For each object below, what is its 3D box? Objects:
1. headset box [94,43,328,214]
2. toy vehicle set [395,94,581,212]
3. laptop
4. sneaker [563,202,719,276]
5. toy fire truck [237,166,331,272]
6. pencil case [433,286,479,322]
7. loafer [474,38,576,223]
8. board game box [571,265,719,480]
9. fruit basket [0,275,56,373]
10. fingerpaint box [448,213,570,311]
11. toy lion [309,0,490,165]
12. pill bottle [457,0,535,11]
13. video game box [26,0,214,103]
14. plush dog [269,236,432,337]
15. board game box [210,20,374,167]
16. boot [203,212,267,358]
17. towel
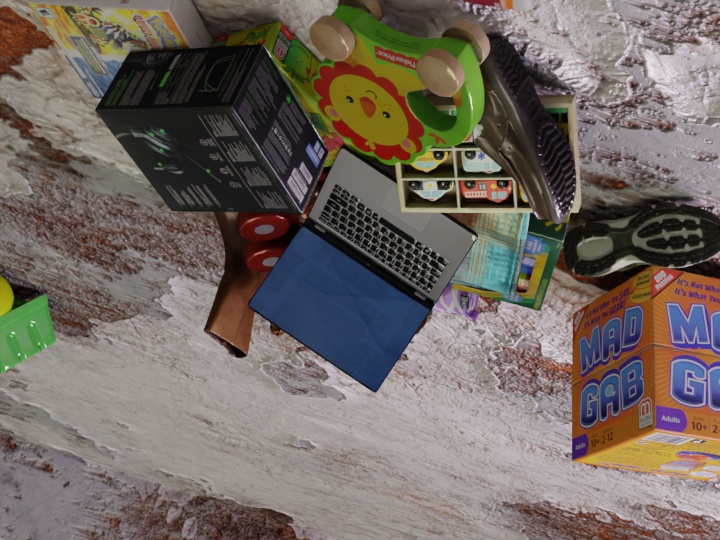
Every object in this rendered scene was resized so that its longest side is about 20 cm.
[{"bbox_3d":[-0.166,-0.151,1.376,0.199,0.093,0.174,2,144,31],"label":"headset box"},{"bbox_3d":[0.134,-0.124,1.344,0.199,0.027,0.125,1,117,20],"label":"toy vehicle set"},{"bbox_3d":[0.000,0.000,1.448,0.187,0.116,0.200,33,135,4],"label":"laptop"},{"bbox_3d":[0.342,-0.037,1.470,0.199,0.077,0.088,-5,178,38],"label":"sneaker"},{"bbox_3d":[-0.074,-0.089,1.587,0.167,0.113,0.200,-10,153,-4],"label":"toy fire truck"},{"bbox_3d":[0.071,0.017,1.707,0.199,0.084,0.086,9,122,27],"label":"pencil case"},{"bbox_3d":[0.157,-0.138,1.278,0.071,0.073,0.201,-15,107,38],"label":"loafer"},{"bbox_3d":[0.396,0.135,1.555,0.199,0.201,0.200,10,158,-17],"label":"board game box"},{"bbox_3d":[-0.672,0.084,2.265,0.215,0.216,0.155,31,152,-27],"label":"fruit basket"},{"bbox_3d":[0.162,-0.039,1.546,0.166,0.074,0.200,15,155,6],"label":"fingerpaint box"},{"bbox_3d":[0.035,-0.179,1.270,0.199,0.069,0.192,22,146,27],"label":"toy lion"},{"bbox_3d":[0.056,-0.288,1.048,0.199,0.115,0.114,12,155,12],"label":"pill bottle"},{"bbox_3d":[-0.251,-0.249,1.418,0.181,0.047,0.200,5,153,20],"label":"video game box"},{"bbox_3d":[-0.031,0.027,1.618,0.171,0.161,0.200,-27,162,38],"label":"plush dog"},{"bbox_3d":[-0.073,-0.193,1.413,0.101,0.048,0.200,-5,147,39],"label":"board game box"},{"bbox_3d":[-0.182,-0.006,1.690,0.068,0.201,0.188,7,153,23],"label":"boot"},{"bbox_3d":[0.120,-0.060,1.437,0.146,0.022,0.201,12,133,9],"label":"towel"}]
